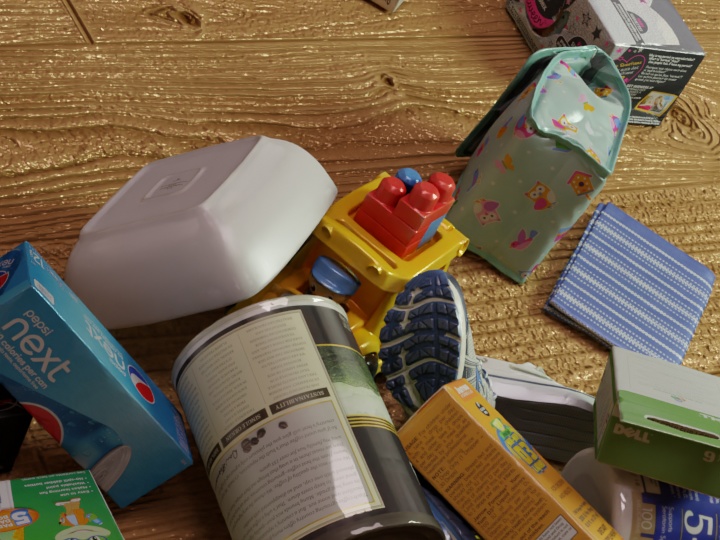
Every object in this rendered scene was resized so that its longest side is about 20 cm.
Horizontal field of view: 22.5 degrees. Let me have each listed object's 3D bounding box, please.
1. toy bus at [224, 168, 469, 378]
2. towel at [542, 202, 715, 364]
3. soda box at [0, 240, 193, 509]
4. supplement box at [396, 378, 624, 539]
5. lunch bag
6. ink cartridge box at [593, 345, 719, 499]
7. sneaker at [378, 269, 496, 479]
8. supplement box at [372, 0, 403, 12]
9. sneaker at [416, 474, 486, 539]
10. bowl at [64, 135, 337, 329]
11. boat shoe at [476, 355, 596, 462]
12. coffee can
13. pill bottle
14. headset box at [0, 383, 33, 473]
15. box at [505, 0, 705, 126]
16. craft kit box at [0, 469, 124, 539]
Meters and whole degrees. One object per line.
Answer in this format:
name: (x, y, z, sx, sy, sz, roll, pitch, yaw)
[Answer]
toy bus: (0.000, 0.000, 1.508, 0.136, 0.192, 0.200, 41, 39, 13)
towel: (0.268, 0.021, 1.788, 0.145, 0.024, 0.200, 33, 40, 2)
soda box: (-0.205, 0.078, 1.305, 0.200, 0.068, 0.064, 53, 8, -32)
supplement box: (0.118, 0.174, 1.384, 0.200, 0.069, 0.067, 43, 13, 9)
lunch bag: (0.173, -0.118, 1.760, 0.122, 0.170, 0.200, 31, 38, -8)
ink cartridge box: (0.242, 0.126, 1.434, 0.104, 0.059, 0.200, 17, 14, 2)
sneaker: (0.069, 0.096, 1.481, 0.077, 0.201, 0.085, 2, 10, 31)
supplement box: (-0.014, -0.386, 2.024, 0.200, 0.074, 0.126, 32, 38, 4)
sneaker: (0.066, 0.232, 1.375, 0.074, 0.082, 0.200, 30, 18, -43)
bowl: (-0.138, -0.039, 1.469, 0.075, 0.200, 0.200, 65, 34, -21)
boat shoe: (0.142, 0.108, 1.568, 0.200, 0.074, 0.067, 18, 40, -13)
coffee can: (-0.042, 0.140, 1.345, 0.146, 0.146, 0.200, -3, 55, -34)
pill bottle: (0.266, 0.216, 1.485, 0.200, 0.120, 0.120, 10, 42, -21)
headset box: (-0.349, 0.061, 1.323, 0.149, 0.077, 0.200, -6, 51, -36)
box: (0.271, -0.273, 2.036, 0.132, 0.115, 0.200, 2, 45, -30)
craft kit box: (-0.245, 0.209, 1.175, 0.200, 0.049, 0.198, -6, 31, -24)
